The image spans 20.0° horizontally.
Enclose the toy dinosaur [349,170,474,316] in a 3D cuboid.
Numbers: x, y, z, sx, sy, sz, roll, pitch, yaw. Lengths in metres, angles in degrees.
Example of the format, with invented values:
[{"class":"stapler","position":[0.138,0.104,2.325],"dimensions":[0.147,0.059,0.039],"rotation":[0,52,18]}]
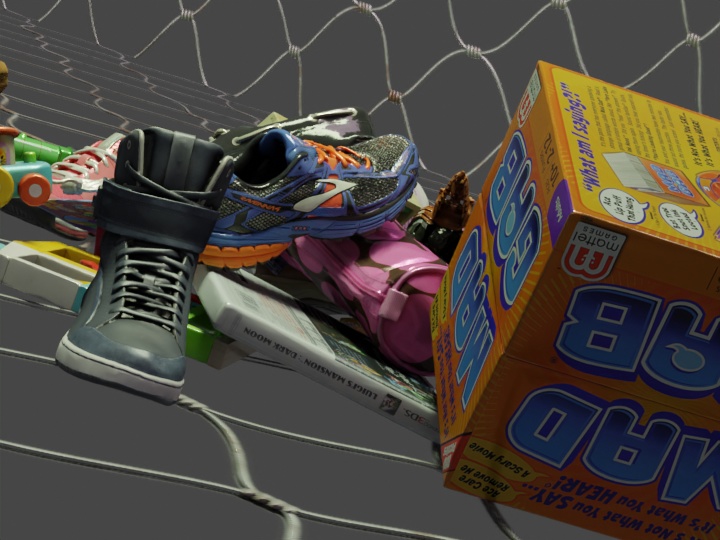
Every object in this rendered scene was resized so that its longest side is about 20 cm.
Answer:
[{"class":"toy dinosaur","position":[0.057,-0.010,1.685],"dimensions":[0.101,0.136,0.201],"rotation":[5,-40,20]}]

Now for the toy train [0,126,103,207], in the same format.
[{"class":"toy train","position":[-0.289,-0.079,1.481],"dimensions":[0.198,0.056,0.150],"rotation":[1,9,24]}]

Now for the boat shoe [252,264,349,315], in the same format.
[{"class":"boat shoe","position":[0.000,0.000,1.587],"dimensions":[0.198,0.075,0.076],"rotation":[8,-7,30]}]

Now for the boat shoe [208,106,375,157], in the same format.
[{"class":"boat shoe","position":[-0.082,-0.082,1.554],"dimensions":[0.198,0.061,0.074],"rotation":[-11,-23,-2]}]

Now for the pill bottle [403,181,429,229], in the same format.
[{"class":"pill bottle","position":[-0.041,-0.054,1.895],"dimensions":[0.199,0.113,0.112],"rotation":[13,9,-37]}]

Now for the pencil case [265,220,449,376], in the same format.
[{"class":"pencil case","position":[0.005,0.000,1.460],"dimensions":[0.094,0.091,0.200],"rotation":[38,0,-36]}]

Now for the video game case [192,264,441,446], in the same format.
[{"class":"video game case","position":[-0.029,0.050,1.388],"dimensions":[0.181,0.023,0.200],"rotation":[28,5,-14]}]

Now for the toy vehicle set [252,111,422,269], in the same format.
[{"class":"toy vehicle set","position":[-0.052,-0.051,1.684],"dimensions":[0.199,0.124,0.027],"rotation":[25,30,-51]}]

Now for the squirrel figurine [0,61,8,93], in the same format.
[{"class":"squirrel figurine","position":[-0.363,-0.110,1.346],"dimensions":[0.199,0.143,0.186],"rotation":[2,24,-40]}]

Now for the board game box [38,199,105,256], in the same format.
[{"class":"board game box","position":[-0.159,-0.015,1.542],"dimensions":[0.156,0.039,0.200],"rotation":[6,-7,10]}]

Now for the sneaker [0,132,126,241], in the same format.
[{"class":"sneaker","position":[-0.224,-0.074,1.669],"dimensions":[0.073,0.088,0.200],"rotation":[21,8,27]}]

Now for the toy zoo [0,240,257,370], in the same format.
[{"class":"toy zoo","position":[-0.168,0.016,1.398],"dimensions":[0.198,0.021,0.131],"rotation":[21,7,8]}]

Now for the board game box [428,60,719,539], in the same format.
[{"class":"board game box","position":[0.171,0.026,1.264],"dimensions":[0.198,0.201,0.201],"rotation":[17,29,-11]}]

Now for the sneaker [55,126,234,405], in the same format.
[{"class":"sneaker","position":[-0.125,-0.008,1.214],"dimensions":[0.076,0.147,0.202],"rotation":[18,9,-13]}]

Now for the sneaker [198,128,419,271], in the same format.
[{"class":"sneaker","position":[-0.038,-0.062,1.413],"dimensions":[0.199,0.079,0.075],"rotation":[-21,33,-35]}]

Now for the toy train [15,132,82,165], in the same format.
[{"class":"toy train","position":[-0.260,-0.081,1.752],"dimensions":[0.198,0.057,0.042],"rotation":[16,8,-22]}]

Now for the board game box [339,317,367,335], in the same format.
[{"class":"board game box","position":[0.089,0.066,1.577],"dimensions":[0.199,0.030,0.095],"rotation":[17,-10,-31]}]
